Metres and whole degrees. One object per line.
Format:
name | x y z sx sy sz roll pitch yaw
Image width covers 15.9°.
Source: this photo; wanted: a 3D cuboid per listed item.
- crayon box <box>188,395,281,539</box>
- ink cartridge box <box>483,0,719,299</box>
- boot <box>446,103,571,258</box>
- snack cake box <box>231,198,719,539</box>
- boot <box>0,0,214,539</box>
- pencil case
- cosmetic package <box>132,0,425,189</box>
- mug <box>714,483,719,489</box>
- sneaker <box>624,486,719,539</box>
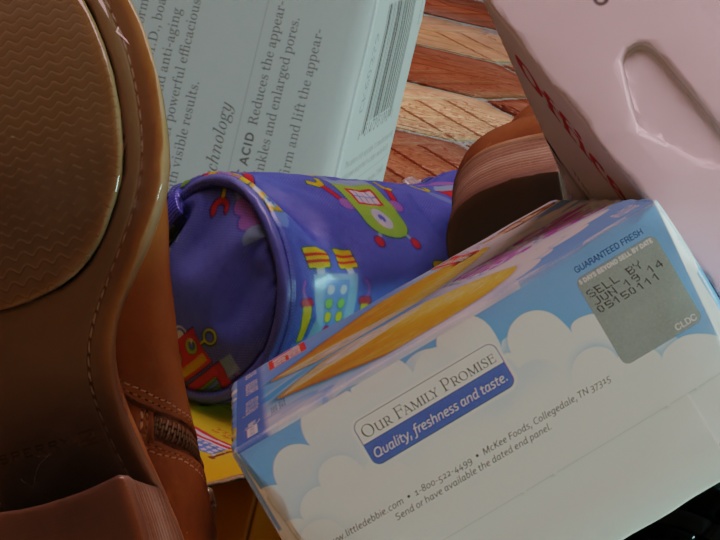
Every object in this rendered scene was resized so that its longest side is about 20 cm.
crayon box | -0.037 0.067 0.923 0.127 0.051 0.200 24 17 40
ink cartridge box | 0.123 -0.005 0.713 0.145 0.084 0.200 54 -2 33
boot | 0.131 -0.044 0.916 0.200 0.074 0.155 -3 17 13
snack cake box | 0.031 0.036 0.679 0.115 0.067 0.200 -32 3 -2
boot | -0.079 0.021 0.703 0.074 0.200 0.155 -4 -9 2
pencil case | 0.000 0.000 0.950 0.200 0.078 0.087 -4 51 -54
cosmetic package | -0.088 -0.094 1.304 0.200 0.165 0.165 15 13 8
mug | 0.185 0.056 0.901 0.114 0.185 0.152 14 49 18
sneaker | 0.159 0.127 0.813 0.200 0.076 0.091 29 -9 16
